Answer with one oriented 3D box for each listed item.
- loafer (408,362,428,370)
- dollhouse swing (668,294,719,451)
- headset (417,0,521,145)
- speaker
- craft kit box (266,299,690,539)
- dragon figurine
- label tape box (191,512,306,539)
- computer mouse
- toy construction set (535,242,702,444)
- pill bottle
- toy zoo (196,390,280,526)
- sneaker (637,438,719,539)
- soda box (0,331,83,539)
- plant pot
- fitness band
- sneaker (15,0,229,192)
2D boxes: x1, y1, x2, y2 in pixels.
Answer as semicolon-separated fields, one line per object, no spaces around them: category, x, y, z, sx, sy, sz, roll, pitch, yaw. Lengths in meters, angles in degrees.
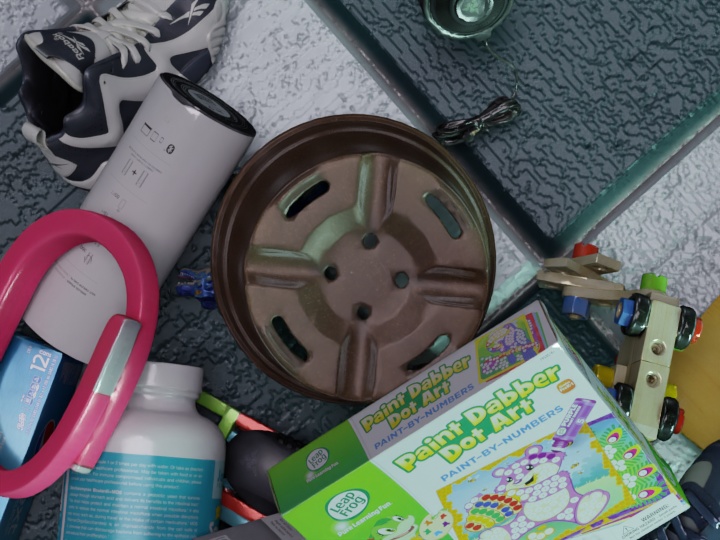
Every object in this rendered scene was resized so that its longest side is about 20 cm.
loafer;0.091;0.147;1.417;0.072;0.063;0.201;-35;81;2
dollhouse swing;0.336;0.102;1.408;0.182;0.176;0.200;40;89;-33
headset;0.059;-0.192;1.432;0.093;0.124;0.201;-23;102;5
speaker;-0.158;-0.033;1.435;0.081;0.081;0.201;34;102;9
craft kit box;0.077;0.135;1.272;0.199;0.198;0.049;-33;39;11
dragon figurine;-0.036;-0.029;1.452;0.198;0.059;0.100;-13;83;6
label tape box;-0.005;0.229;1.383;0.199;0.063;0.145;-14;111;-22
computer mouse;-0.006;0.166;1.420;0.199;0.034;0.059;23;86;8
toy construction set;0.172;0.076;1.392;0.091;0.131;0.202;1;79;-11
pill bottle;-0.150;0.164;1.398;0.110;0.111;0.202;4;85;7
toy zoo;-0.069;0.183;1.453;0.199;0.020;0.132;28;88;9
sneaker;0.202;0.195;1.340;0.070;0.082;0.201;45;130;33
soda box;-0.267;0.143;1.459;0.067;0.064;0.201;20;86;9
plant pot;0.000;0.000;1.321;0.199;0.198;0.202;0;94;-3
fitness band;-0.209;0.056;1.377;0.143;0.037;0.201;30;94;41
sneaker;-0.174;-0.159;1.439;0.079;0.129;0.200;34;93;27
